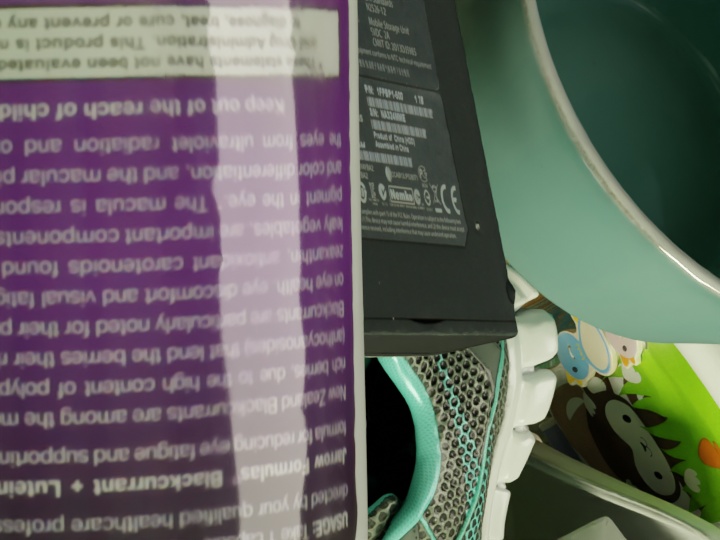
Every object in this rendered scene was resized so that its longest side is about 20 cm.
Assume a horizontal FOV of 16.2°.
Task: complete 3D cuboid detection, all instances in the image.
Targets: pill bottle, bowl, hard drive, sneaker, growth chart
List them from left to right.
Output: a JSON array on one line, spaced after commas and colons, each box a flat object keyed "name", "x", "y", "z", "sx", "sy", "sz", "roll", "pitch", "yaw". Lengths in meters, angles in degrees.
[{"name": "pill bottle", "x": -0.054, "y": 0.019, "z": 0.483, "sx": 0.111, "sy": 0.111, "sz": 0.201, "roll": -19, "pitch": 108, "yaw": -81}, {"name": "hard drive", "x": -0.014, "y": -0.079, "z": 0.655, "sx": 0.139, "sy": 0.033, "sz": 0.201, "roll": 4, "pitch": 75, "yaw": -64}, {"name": "sneaker", "x": 0.006, "y": 0.094, "z": 0.796, "sx": 0.091, "sy": 0.077, "sz": 0.201, "roll": 1, "pitch": 92, "yaw": -58}, {"name": "growth chart", "x": 0.113, "y": 0.079, "z": 0.932, "sx": 0.145, "sy": 0.018, "sz": 0.200, "roll": 53, "pitch": -22, "yaw": 9}, {"name": "bowl", "x": 0.104, "y": -0.057, "z": 0.807, "sx": 0.105, "sy": 0.200, "sz": 0.202, "roll": -34, "pitch": -134, "yaw": 52}]

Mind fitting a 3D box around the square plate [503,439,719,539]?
[{"name": "square plate", "x": 0.102, "y": 0.149, "z": 0.978, "sx": 0.198, "sy": 0.028, "sz": 0.201, "roll": 22, "pitch": -44, "yaw": 55}]

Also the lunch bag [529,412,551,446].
[{"name": "lunch bag", "x": 0.091, "y": 0.166, "z": 1.295, "sx": 0.168, "sy": 0.139, "sz": 0.201, "roll": 41, "pitch": -22, "yaw": 34}]

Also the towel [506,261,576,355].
[{"name": "towel", "x": 0.098, "y": -0.018, "z": 0.981, "sx": 0.022, "sy": 0.146, "sz": 0.200, "roll": 58, "pitch": -18, "yaw": 19}]

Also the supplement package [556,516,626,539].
[{"name": "supplement package", "x": 0.061, "y": 0.206, "z": 0.934, "sx": 0.121, "sy": 0.119, "sz": 0.200, "roll": 54, "pitch": -24, "yaw": 25}]
